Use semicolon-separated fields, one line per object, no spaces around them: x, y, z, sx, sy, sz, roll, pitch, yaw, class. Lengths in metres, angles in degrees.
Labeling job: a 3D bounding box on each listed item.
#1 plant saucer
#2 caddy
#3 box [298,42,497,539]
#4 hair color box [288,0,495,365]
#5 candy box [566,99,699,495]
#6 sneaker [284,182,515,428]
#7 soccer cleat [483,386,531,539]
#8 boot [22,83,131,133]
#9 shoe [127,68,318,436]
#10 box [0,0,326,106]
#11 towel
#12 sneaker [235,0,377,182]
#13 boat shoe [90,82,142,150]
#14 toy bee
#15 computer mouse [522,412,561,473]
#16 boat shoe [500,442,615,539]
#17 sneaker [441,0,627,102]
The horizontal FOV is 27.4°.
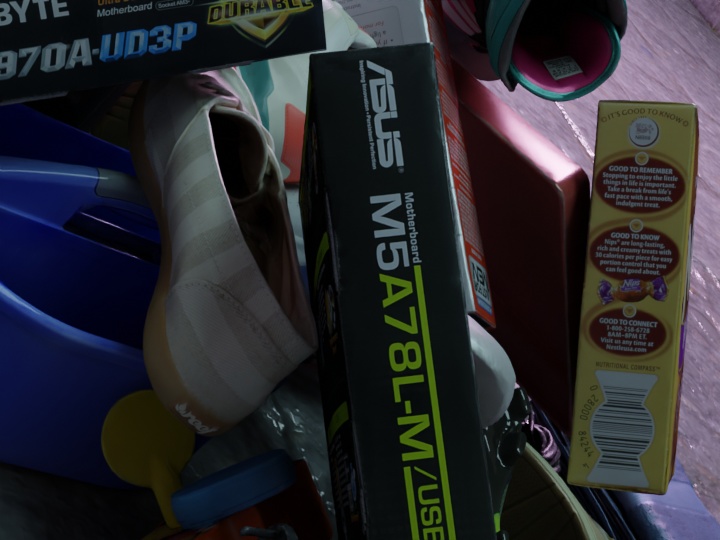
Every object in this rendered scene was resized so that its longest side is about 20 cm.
0.080;-0.031;0.890;0.200;0.037;0.200;49;-22;42;plant saucer
-0.114;0.002;0.608;0.199;0.105;0.142;22;30;-43;caddy
0.009;0.043;0.532;0.200;0.047;0.194;105;-19;-78;box
0.000;-0.059;0.796;0.064;0.110;0.201;33;47;-70;hair color box
0.152;0.015;0.808;0.056;0.201;0.117;3;-2;14;candy box
0.000;0.000;0.711;0.199;0.076;0.088;30;42;23;sneaker
0.028;0.128;0.692;0.065;0.084;0.201;35;44;-13;soccer cleat
-0.185;-0.138;0.790;0.164;0.066;0.200;13;39;12;boot
-0.048;-0.025;0.567;0.070;0.053;0.201;36;29;-35;shoe
-0.123;-0.110;0.613;0.158;0.046;0.200;-12;18;-20;box
0.185;0.162;0.929;0.111;0.049;0.200;20;32;-46;towel
-0.043;-0.128;0.760;0.093;0.070;0.201;4;58;-22;sneaker
-0.101;-0.077;0.824;0.071;0.066;0.201;18;37;0;boat shoe
-0.067;0.105;0.535;0.200;0.108;0.132;71;-2;-68;toy bee
0.041;0.050;0.873;0.201;0.053;0.138;57;13;8;computer mouse
0.112;0.168;0.766;0.200;0.072;0.065;54;17;13;boat shoe
0.096;-0.138;0.839;0.121;0.083;0.200;61;-6;24;sneaker
